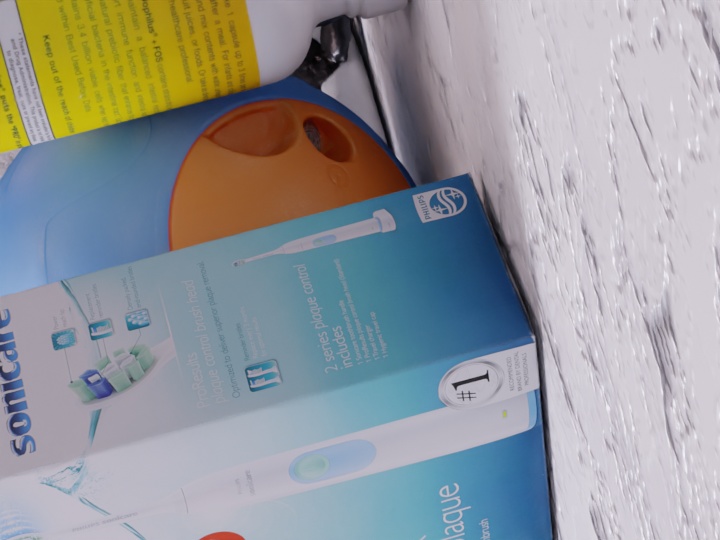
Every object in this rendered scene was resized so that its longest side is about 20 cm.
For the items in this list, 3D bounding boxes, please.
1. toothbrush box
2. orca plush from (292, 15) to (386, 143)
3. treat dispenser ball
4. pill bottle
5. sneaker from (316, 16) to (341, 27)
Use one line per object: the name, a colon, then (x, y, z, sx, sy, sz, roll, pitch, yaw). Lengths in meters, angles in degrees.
toothbrush box: (-0.038, 0.066, 0.872, 0.147, 0.198, 0.086, 82, 173, -46)
orca plush: (-0.040, -0.107, 1.178, 0.105, 0.070, 0.202, 89, 167, -70)
treat dispenser ball: (-0.063, 0.014, 1.017, 0.201, 0.199, 0.203, 166, 90, -85)
pill bottle: (-0.086, -0.111, 0.924, 0.104, 0.198, 0.105, 166, 90, -86)
sneaker: (-0.070, -0.158, 1.122, 0.199, 0.077, 0.085, 29, 173, 32)
